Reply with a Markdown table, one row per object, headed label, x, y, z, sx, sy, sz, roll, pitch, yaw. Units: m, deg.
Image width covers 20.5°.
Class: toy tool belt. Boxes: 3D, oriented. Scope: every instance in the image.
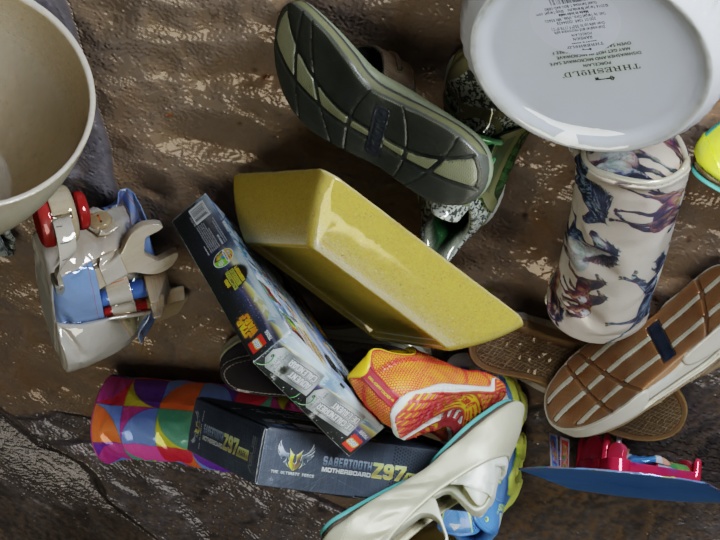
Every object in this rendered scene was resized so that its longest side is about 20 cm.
| label | x | y | z | sx | sy | sz | roll | pitch | yaw |
| --- | --- | --- | --- | --- | --- | --- | --- | --- | --- |
| toy tool belt | -0.201 | -0.011 | 1.631 | 0.122 | 0.125 | 0.200 | -16 | 146 | -15 |

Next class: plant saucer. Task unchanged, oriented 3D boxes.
| label | x | y | z | sx | sy | sz | roll | pitch | yaw |
| --- | --- | --- | --- | --- | --- | --- | --- | --- | --- |
| plant saucer | 0.000 | 0.000 | 1.522 | 0.200 | 0.049 | 0.200 | 37 | 167 | -20 |

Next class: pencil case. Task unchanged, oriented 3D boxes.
| label | x | y | z | sx | sy | sz | roll | pitch | yaw |
| --- | --- | --- | --- | --- | --- | --- | --- | --- | --- |
| pencil case | -0.141 | 0.142 | 1.789 | 0.199 | 0.089 | 0.089 | 6 | 139 | 17 |
| pencil case | 0.184 | -0.029 | 1.465 | 0.089 | 0.078 | 0.200 | 31 | 144 | 20 |

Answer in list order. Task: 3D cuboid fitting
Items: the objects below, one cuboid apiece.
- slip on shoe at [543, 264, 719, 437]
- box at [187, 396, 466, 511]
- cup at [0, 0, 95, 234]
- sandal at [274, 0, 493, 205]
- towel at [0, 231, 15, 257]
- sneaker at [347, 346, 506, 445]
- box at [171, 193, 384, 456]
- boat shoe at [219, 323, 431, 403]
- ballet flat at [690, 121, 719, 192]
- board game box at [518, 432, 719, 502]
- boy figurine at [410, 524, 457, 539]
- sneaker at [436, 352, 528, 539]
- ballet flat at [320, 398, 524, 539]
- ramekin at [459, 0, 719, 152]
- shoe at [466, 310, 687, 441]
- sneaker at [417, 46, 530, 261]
| label | x | y | z | sx | sy | sz | roll | pitch | yaw |
| --- | --- | --- | --- | --- | --- | --- | --- | --- | --- |
| slip on shoe | 0.232 | 0.069 | 1.546 | 0.200 | 0.076 | 0.060 | -41 | 136 | 23 |
| box | -0.022 | 0.149 | 1.629 | 0.199 | 0.051 | 0.158 | 11 | 180 | -25 |
| cup | -0.307 | -0.096 | 1.498 | 0.200 | 0.201 | 0.143 | 21 | 147 | -3 |
| sandal | 0.016 | -0.118 | 1.415 | 0.201 | 0.057 | 0.080 | 39 | 133 | 15 |
| towel | -0.398 | -0.093 | 1.667 | 0.192 | 0.035 | 0.200 | 7 | 141 | 19 |
| sneaker | 0.057 | 0.090 | 1.559 | 0.077 | 0.073 | 0.200 | 47 | -171 | 24 |
| box | -0.066 | 0.040 | 1.552 | 0.040 | 0.200 | 0.137 | -40 | 130 | 4 |
| boat shoe | -0.037 | 0.087 | 1.695 | 0.199 | 0.065 | 0.072 | -3 | 138 | 25 |
| ballet flat | 0.326 | -0.050 | 1.402 | 0.200 | 0.067 | 0.067 | 30 | 111 | -11 |
| board game box | 0.230 | 0.162 | 1.668 | 0.157 | 0.039 | 0.200 | 1 | 168 | 26 |
| boy figurine | 0.064 | 0.268 | 1.816 | 0.200 | 0.124 | 0.065 | -2 | 120 | 51 |
| sneaker | 0.101 | 0.164 | 1.696 | 0.075 | 0.105 | 0.200 | 4 | 139 | 18 |
| ballet flat | 0.061 | 0.178 | 1.544 | 0.070 | 0.200 | 0.070 | 52 | 166 | 18 |
| ramekin | 0.157 | -0.168 | 1.293 | 0.199 | 0.105 | 0.201 | 12 | 140 | 10 |
| shoe | 0.176 | 0.077 | 1.618 | 0.199 | 0.053 | 0.070 | 25 | 108 | -13 |
| sneaker | 0.081 | -0.076 | 1.442 | 0.077 | 0.089 | 0.200 | 15 | 140 | 5 |
